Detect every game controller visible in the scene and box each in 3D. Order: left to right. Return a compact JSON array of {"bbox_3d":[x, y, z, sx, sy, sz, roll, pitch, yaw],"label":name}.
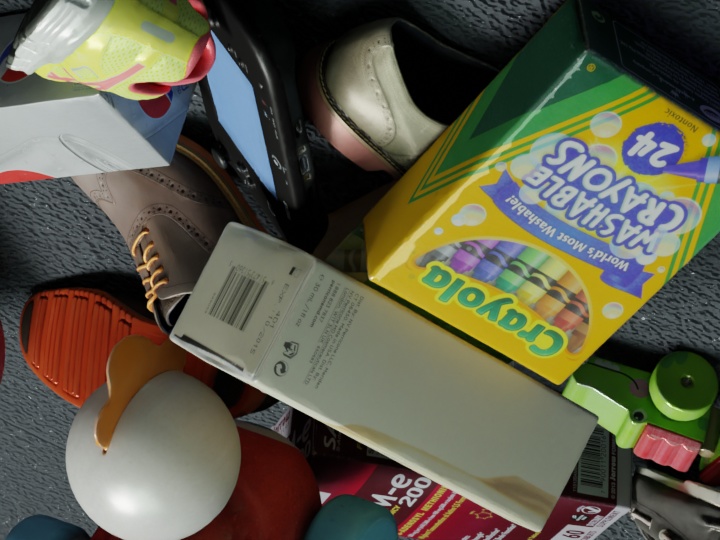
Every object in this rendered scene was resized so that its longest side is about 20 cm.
[{"bbox_3d":[-0.056,-0.087,1.470,0.042,0.105,0.200,-23,150,-7],"label":"game controller"}]

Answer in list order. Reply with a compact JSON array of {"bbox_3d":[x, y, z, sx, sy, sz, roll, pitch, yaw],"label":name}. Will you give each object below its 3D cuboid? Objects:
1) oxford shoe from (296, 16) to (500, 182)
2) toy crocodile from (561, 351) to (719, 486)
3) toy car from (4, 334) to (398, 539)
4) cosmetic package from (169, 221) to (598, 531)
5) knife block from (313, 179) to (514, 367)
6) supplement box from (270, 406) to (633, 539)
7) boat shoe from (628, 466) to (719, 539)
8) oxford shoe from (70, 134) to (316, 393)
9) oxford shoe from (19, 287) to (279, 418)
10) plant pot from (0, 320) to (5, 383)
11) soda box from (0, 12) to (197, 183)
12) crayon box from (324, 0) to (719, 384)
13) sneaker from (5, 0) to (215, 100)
[{"bbox_3d":[0.063,-0.057,1.479,0.200,0.071,0.075,31,145,-26],"label":"oxford shoe"},{"bbox_3d":[0.211,0.098,1.686,0.199,0.062,0.068,19,152,-4],"label":"toy crocodile"},{"bbox_3d":[-0.099,0.109,1.619,0.184,0.177,0.200,17,134,28],"label":"toy car"},{"bbox_3d":[0.013,0.056,1.518,0.200,0.071,0.105,30,176,-30],"label":"cosmetic package"},{"bbox_3d":[0.000,0.000,1.619,0.175,0.064,0.200,7,151,15],"label":"knife block"},{"bbox_3d":[0.052,0.119,1.769,0.199,0.061,0.109,11,153,-14],"label":"supplement box"},{"bbox_3d":[0.190,0.153,1.727,0.067,0.057,0.200,22,176,-5],"label":"boat shoe"},{"bbox_3d":[-0.096,-0.013,1.583,0.200,0.073,0.071,38,143,16],"label":"oxford shoe"},{"bbox_3d":[-0.122,0.053,1.776,0.200,0.071,0.072,15,-170,36],"label":"oxford shoe"},{"bbox_3d":[-0.314,0.039,1.745,0.199,0.201,0.179,-3,161,33],"label":"plant pot"},{"bbox_3d":[-0.186,-0.090,1.558,0.199,0.064,0.068,-5,146,34],"label":"soda box"},{"bbox_3d":[0.091,-0.026,1.444,0.126,0.052,0.200,29,122,-25],"label":"crayon box"},{"bbox_3d":[-0.114,-0.113,1.399,0.090,0.078,0.200,24,-176,-9],"label":"sneaker"}]
